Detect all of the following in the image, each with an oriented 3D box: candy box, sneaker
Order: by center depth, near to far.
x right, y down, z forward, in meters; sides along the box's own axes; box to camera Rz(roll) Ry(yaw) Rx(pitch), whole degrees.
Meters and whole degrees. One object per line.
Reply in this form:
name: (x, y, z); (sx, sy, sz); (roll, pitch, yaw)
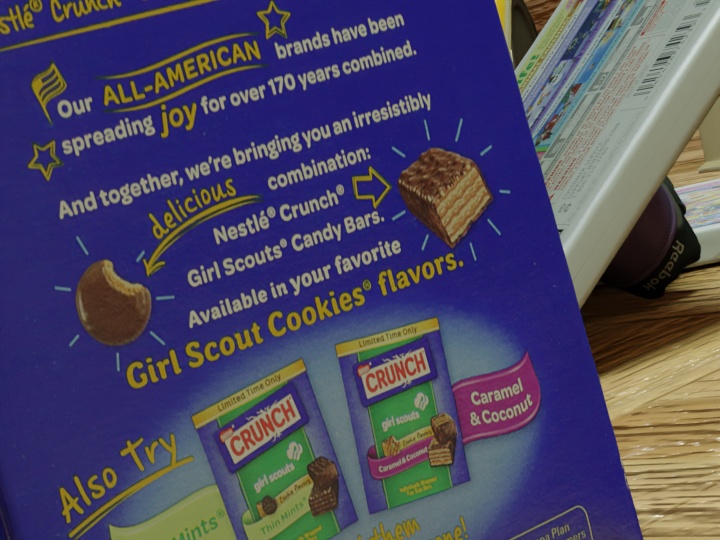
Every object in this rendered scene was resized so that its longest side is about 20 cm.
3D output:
candy box: (-0.037, -0.004, 0.500); (0.168, 0.202, 0.077); (-19, 7, -39)
sneaker: (0.101, -0.036, 1.013); (0.076, 0.087, 0.200); (-49, 14, 13)

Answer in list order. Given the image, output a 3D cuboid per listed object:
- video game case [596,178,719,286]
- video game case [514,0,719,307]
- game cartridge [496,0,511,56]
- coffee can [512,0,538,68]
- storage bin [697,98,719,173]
video game case: (0.148, -0.020, 1.118); (0.142, 0.018, 0.200); (-12, 7, 27)
video game case: (0.075, -0.038, 0.879); (0.201, 0.022, 0.182); (-56, 16, -10)
game cartridge: (-0.028, -0.030, 0.866); (0.199, 0.178, 0.032); (-21, -37, 34)
coffee can: (0.029, -0.097, 1.535); (0.198, 0.148, 0.146); (-14, 6, 15)
storage bin: (0.308, -0.122, 1.215); (0.199, 0.095, 0.198); (-12, 2, -32)
